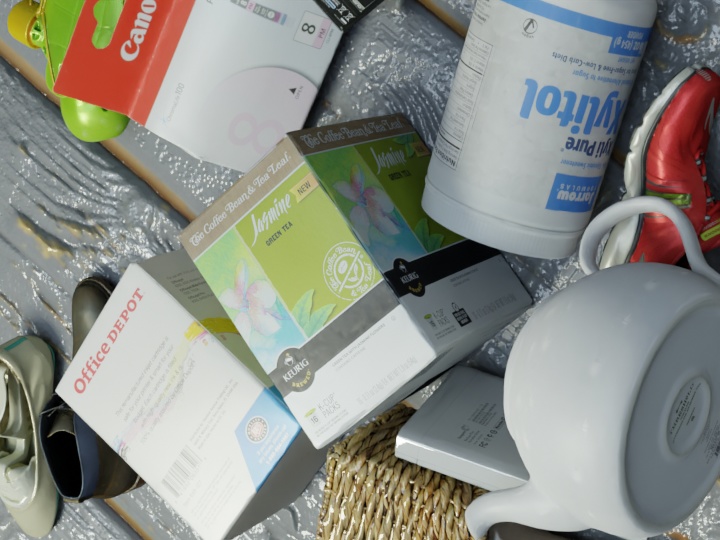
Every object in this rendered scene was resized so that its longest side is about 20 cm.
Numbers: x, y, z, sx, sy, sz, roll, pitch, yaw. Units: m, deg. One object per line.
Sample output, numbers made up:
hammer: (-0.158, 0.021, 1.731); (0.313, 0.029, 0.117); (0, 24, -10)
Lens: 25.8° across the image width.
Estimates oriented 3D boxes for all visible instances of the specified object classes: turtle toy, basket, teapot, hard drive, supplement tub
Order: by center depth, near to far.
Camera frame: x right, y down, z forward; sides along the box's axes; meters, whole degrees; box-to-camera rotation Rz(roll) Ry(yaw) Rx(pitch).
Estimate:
teapot: (0.168, 0.075, 1.089); (0.145, 0.199, 0.200); (19, 125, 41)
supplement tub: (0.131, -0.125, 1.168); (0.131, 0.132, 0.202); (22, 109, 22)
hard drive: (0.142, 0.136, 1.201); (0.198, 0.132, 0.027); (17, 117, 20)
basket: (0.056, 0.228, 1.257); (0.148, 0.142, 0.203); (20, 114, 29)
turtle toy: (-0.219, -0.205, 1.347); (0.145, 0.101, 0.202); (30, 112, 25)

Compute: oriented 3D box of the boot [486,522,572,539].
boot: (0.177, 0.244, 1.252); (0.144, 0.070, 0.203); (-7, 97, 21)

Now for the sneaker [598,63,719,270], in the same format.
sneaker: (0.240, -0.051, 1.151); (0.084, 0.076, 0.202); (30, 123, 36)

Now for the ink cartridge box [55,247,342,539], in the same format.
ink cartridge box: (-0.121, 0.097, 1.327); (0.200, 0.144, 0.148); (42, 114, 14)

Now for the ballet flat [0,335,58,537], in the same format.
ballet flat: (-0.326, 0.162, 1.489); (0.069, 0.069, 0.203); (5, 102, 26)

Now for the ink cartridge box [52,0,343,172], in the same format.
ink cartridge box: (-0.126, -0.175, 1.268); (0.164, 0.198, 0.057); (-64, 32, 21)

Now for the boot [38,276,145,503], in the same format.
boot: (-0.243, 0.111, 1.419); (0.074, 0.097, 0.203); (-8, 95, 27)

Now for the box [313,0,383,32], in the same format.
box: (-0.017, -0.313, 1.186); (0.163, 0.087, 0.200); (-35, 113, 28)

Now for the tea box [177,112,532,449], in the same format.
tea box: (0.000, 0.000, 1.217); (0.133, 0.200, 0.198); (-40, 81, 27)
